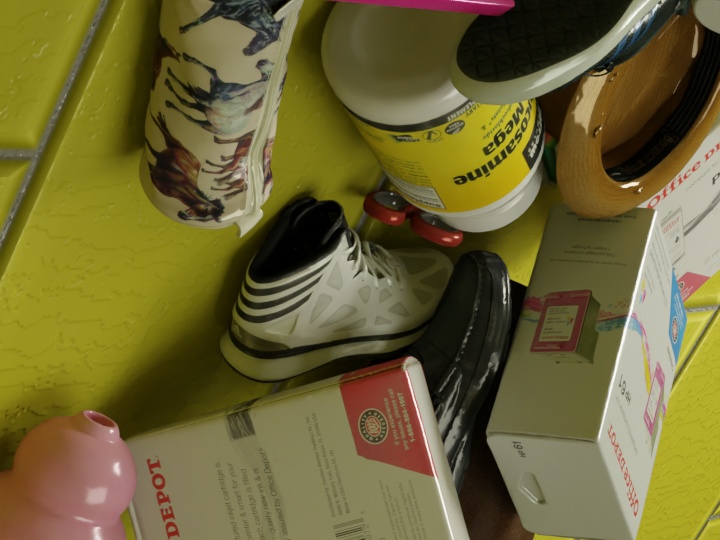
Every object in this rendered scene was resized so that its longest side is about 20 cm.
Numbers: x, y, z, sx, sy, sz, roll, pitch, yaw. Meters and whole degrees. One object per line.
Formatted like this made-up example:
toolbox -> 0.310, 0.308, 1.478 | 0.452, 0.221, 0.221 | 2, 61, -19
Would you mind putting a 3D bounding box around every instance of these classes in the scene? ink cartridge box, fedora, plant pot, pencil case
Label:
ink cartridge box -> 0.234, -0.064, 1.478 | 0.147, 0.083, 0.200 | -41, 150, -12
ink cartridge box -> 0.165, 0.074, 1.375 | 0.145, 0.085, 0.200 | 63, 39, -49
ink cartridge box -> -0.042, 0.153, 1.271 | 0.200, 0.147, 0.083 | -15, 179, 8
fedora -> 0.180, -0.135, 1.316 | 0.201, 0.082, 0.201 | -32, 139, -33
plant pot -> 0.077, 0.103, 1.469 | 0.187, 0.187, 0.200 | 32, 81, -61
pencil case -> -0.073, -0.115, 1.076 | 0.078, 0.089, 0.200 | -24, 143, -37

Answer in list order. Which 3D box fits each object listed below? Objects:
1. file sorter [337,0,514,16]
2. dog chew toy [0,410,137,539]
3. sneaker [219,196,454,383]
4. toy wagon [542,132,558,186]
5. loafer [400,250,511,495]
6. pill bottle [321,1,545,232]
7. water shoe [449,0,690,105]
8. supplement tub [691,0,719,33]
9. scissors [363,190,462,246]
file sorter -> 0.040, -0.227, 1.002 | 0.125, 0.139, 0.200 | -27, 167, 36
dog chew toy -> -0.205, 0.181, 1.217 | 0.125, 0.125, 0.200 | 10, 109, -57
sneaker -> 0.000, 0.000, 1.322 | 0.200, 0.076, 0.115 | -20, 141, -38
toy wagon -> 0.163, -0.119, 1.442 | 0.200, 0.040, 0.155 | -45, 150, -9
loafer -> 0.051, 0.080, 1.334 | 0.070, 0.068, 0.201 | 16, 94, -22
pill bottle -> 0.056, -0.104, 1.239 | 0.112, 0.112, 0.200 | -46, 151, -5
water shoe -> 0.137, -0.139, 1.144 | 0.200, 0.071, 0.079 | -35, 146, -23
supplement tub -> 0.272, -0.261, 1.227 | 0.132, 0.132, 0.200 | 32, 57, -60
scissors -> 0.054, -0.048, 1.391 | 0.200, 0.073, 0.014 | -37, 148, -72
